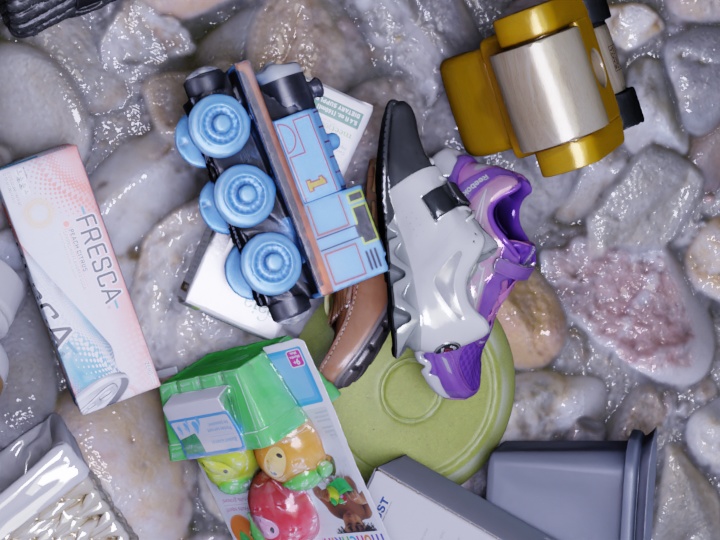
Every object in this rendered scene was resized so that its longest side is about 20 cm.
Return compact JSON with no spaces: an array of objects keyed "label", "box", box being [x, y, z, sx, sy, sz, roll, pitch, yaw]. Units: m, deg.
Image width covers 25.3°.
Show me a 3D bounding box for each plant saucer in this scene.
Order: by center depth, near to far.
[{"label":"plant saucer","box":[0.039,0.098,1.333,0.199,0.031,0.201,-1,94,-15]}]

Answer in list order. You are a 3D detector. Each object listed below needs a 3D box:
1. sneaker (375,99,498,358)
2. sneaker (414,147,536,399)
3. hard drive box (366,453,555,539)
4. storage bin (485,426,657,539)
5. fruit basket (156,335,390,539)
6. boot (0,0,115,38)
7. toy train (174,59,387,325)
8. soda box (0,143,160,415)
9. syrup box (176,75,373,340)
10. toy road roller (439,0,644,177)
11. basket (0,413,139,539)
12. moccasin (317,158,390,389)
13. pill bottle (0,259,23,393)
[{"label":"sneaker","box":[0.057,-0.035,1.222,0.088,0.074,0.201,-6,78,-3]},{"label":"sneaker","box":[0.095,0.004,1.271,0.088,0.080,0.201,4,91,24]},{"label":"hard drive box","box":[0.076,0.263,1.264,0.200,0.077,0.156,29,103,17]},{"label":"storage bin","box":[0.173,0.226,1.332,0.134,0.146,0.201,4,93,13]},{"label":"fruit basket","box":[-0.071,0.157,1.238,0.094,0.185,0.201,-24,98,-43]},{"label":"boot","box":[-0.223,-0.294,1.216,0.157,0.079,0.212,-16,98,-13]},{"label":"toy train","box":[-0.061,-0.063,1.190,0.114,0.087,0.201,-21,92,-17]},{"label":"soda box","box":[-0.221,0.005,1.243,0.068,0.064,0.201,-20,98,-13]},{"label":"syrup box","box":[-0.069,-0.051,1.269,0.079,0.081,0.201,23,87,-11]},{"label":"toy road roller","box":[0.129,-0.140,1.267,0.146,0.200,0.123,-17,98,23]},{"label":"basket","box":[-0.267,0.223,1.208,0.200,0.136,0.124,-39,104,-8]},{"label":"moccasin","box":[0.000,-0.001,1.276,0.077,0.074,0.202,18,71,2]},{"label":"pill bottle","box":[-0.320,0.083,1.165,0.114,0.114,0.200,25,58,-15]}]
